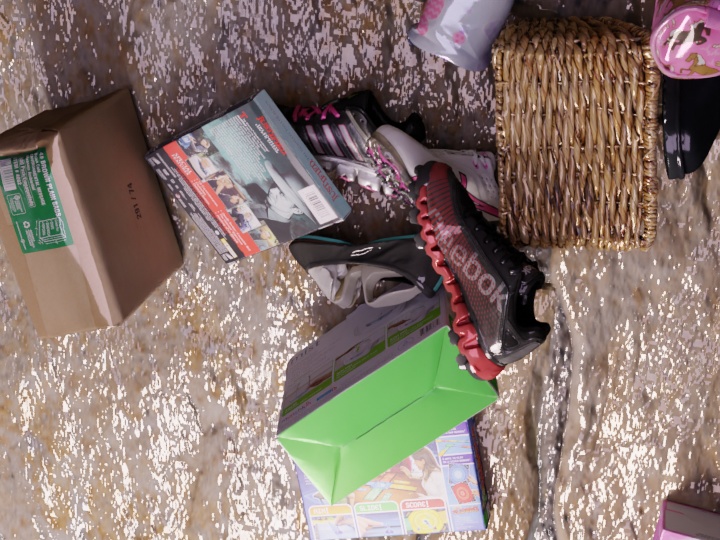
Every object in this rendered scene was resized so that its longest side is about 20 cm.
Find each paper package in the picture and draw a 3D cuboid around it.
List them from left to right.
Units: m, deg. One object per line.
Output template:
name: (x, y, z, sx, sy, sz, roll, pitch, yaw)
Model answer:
paper package: (-0.273, -0.057, 1.478, 0.102, 0.191, 0.202, -11, 106, 17)

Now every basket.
basket: (0.205, -0.128, 1.361, 0.147, 0.143, 0.203, 1, 108, 16)

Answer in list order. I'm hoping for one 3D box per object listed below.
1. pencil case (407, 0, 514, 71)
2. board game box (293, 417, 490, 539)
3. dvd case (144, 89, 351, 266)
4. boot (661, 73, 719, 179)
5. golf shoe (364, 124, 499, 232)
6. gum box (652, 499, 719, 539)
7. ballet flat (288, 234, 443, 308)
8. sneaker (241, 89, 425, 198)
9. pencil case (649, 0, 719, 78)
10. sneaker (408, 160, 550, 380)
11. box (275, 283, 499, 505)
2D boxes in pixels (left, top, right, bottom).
pencil case: (0.116, -0.282, 1.356, 0.082, 0.091, 0.202, 24, 114, -2)
board game box: (0.031, 0.215, 1.591, 0.197, 0.034, 0.137, -6, 108, 15)
dvd case: (-0.114, -0.087, 1.465, 0.199, 0.022, 0.147, -19, 114, 50)
boot: (0.349, -0.171, 1.301, 0.166, 0.202, 0.077, 2, 151, 15)
golf shoe: (0.081, -0.088, 1.417, 0.092, 0.072, 0.200, -52, 130, -2)
gum box: (0.393, 0.323, 1.529, 0.198, 0.066, 0.115, 14, 112, 8)
ballet flat: (0.000, 0.000, 1.461, 0.198, 0.068, 0.069, 0, 71, 41)
sneaker: (-0.023, -0.143, 1.452, 0.198, 0.074, 0.088, 19, 114, 0)
pencil case: (0.288, -0.252, 1.264, 0.082, 0.202, 0.087, -5, 140, 20)
sneaker: (0.110, -0.009, 1.323, 0.097, 0.071, 0.203, -21, 87, 27)
box: (0.025, 0.103, 1.457, 0.199, 0.177, 0.097, -34, 106, 12)
